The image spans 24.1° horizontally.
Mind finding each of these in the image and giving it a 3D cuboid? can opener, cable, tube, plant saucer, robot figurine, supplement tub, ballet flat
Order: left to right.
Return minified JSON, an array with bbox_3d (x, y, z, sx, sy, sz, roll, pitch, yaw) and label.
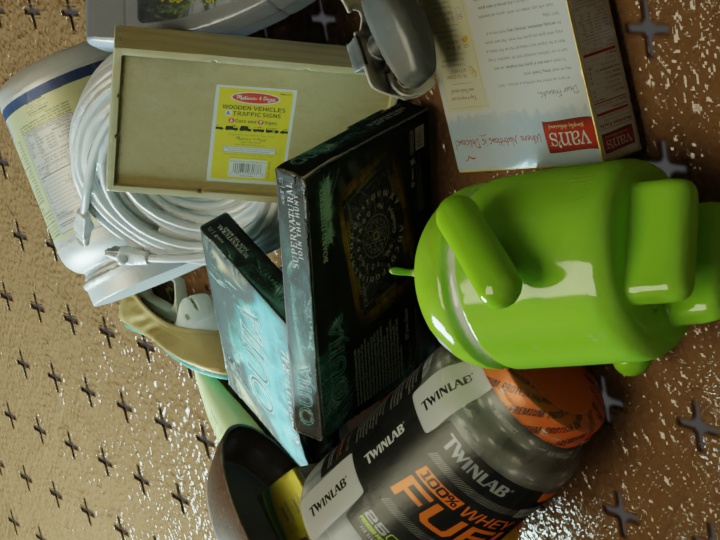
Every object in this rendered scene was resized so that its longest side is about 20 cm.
[{"bbox_3d":[-0.206,-0.085,1.429,0.145,0.145,0.201,-24,88,58],"label":"supplement tub"},{"bbox_3d":[-0.161,0.042,1.513,0.200,0.068,0.063,22,112,48],"label":"ballet flat"},{"bbox_3d":[-0.121,-0.088,1.279,0.069,0.199,0.201,-81,-3,-46],"label":"cable"},{"bbox_3d":[-0.097,0.162,1.503,0.200,0.052,0.058,51,122,30],"label":"tube"},{"bbox_3d":[-0.054,0.207,1.239,0.034,0.200,0.201,-34,75,12],"label":"plant saucer"},{"bbox_3d":[0.010,-0.206,1.090,0.067,0.053,0.201,-36,65,52],"label":"can opener"},{"bbox_3d":[0.062,0.126,1.126,0.200,0.122,0.123,-47,67,29],"label":"supplement tub"},{"bbox_3d":[0.117,-0.002,0.992,0.199,0.175,0.116,-7,72,38],"label":"robot figurine"}]

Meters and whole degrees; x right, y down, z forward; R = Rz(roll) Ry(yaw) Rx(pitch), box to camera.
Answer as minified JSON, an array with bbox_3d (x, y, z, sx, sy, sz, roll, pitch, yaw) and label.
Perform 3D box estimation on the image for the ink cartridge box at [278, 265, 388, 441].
[{"bbox_3d":[-0.012,0.083,1.332,0.173,0.043,0.201,-32,81,59],"label":"ink cartridge box"}]

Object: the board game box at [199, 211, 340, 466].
[{"bbox_3d":[-0.067,0.065,1.296,0.135,0.028,0.200,45,155,33],"label":"board game box"}]

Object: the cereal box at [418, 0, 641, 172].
[{"bbox_3d":[0.092,-0.161,1.034,0.144,0.039,0.201,3,111,56],"label":"cereal box"}]

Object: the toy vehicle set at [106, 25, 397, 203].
[{"bbox_3d":[-0.077,-0.105,1.188,0.027,0.199,0.125,-97,15,-48],"label":"toy vehicle set"}]

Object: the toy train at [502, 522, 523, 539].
[{"bbox_3d":[0.096,0.226,1.245,0.200,0.055,0.151,55,147,27],"label":"toy train"}]

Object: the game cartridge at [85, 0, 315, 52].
[{"bbox_3d":[-0.109,-0.224,1.181,0.199,0.041,0.134,-12,76,26],"label":"game cartridge"}]

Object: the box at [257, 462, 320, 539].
[{"bbox_3d":[0.018,0.230,1.203,0.048,0.117,0.201,-41,68,30],"label":"box"}]

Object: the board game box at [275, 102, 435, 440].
[{"bbox_3d":[0.000,0.000,1.164,0.028,0.135,0.201,18,124,35],"label":"board game box"}]
